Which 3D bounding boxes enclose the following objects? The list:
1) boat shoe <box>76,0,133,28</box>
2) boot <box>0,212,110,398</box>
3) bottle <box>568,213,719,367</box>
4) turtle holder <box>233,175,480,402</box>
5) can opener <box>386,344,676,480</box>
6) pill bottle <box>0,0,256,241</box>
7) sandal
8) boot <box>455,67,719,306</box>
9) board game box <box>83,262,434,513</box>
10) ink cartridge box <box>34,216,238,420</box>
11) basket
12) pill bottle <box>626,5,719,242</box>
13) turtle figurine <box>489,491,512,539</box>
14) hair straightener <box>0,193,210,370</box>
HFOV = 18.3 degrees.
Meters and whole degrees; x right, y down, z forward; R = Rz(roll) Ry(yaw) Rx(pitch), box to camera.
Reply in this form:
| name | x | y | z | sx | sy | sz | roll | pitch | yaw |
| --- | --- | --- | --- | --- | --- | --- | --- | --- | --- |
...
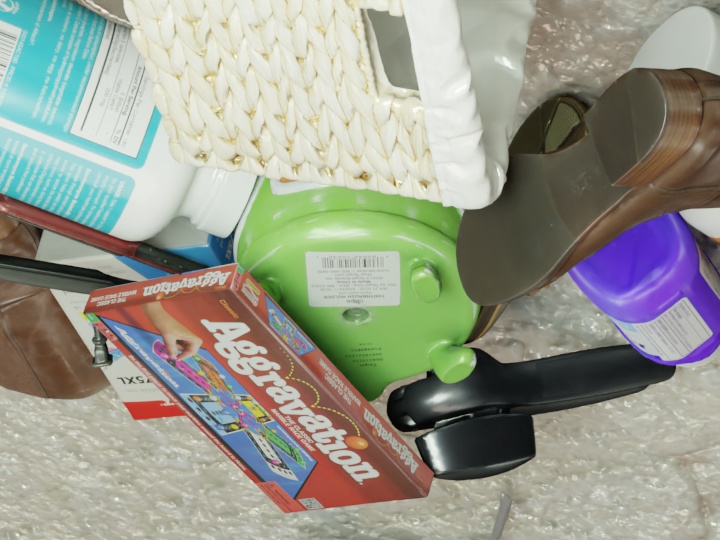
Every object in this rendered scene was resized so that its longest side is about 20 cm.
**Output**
| name | x | y | z | sx | sy | sz | roll | pitch | yaw |
| --- | --- | --- | --- | --- | --- | --- | --- | --- | --- |
| boat shoe | -0.058 | -0.132 | 1.161 | 0.198 | 0.060 | 0.072 | 13 | 143 | -2 |
| boot | -0.260 | 0.017 | 1.402 | 0.185 | 0.065 | 0.200 | 1 | 147 | 20 |
| bottle | 0.164 | 0.008 | 1.236 | 0.065 | 0.084 | 0.200 | -38 | 156 | 6 |
| turtle holder | 0.008 | -0.005 | 1.247 | 0.140 | 0.133 | 0.185 | -19 | 140 | 25 |
| can opener | 0.102 | 0.073 | 1.330 | 0.199 | 0.079 | 0.063 | -12 | 179 | -36 |
| pill bottle | -0.153 | -0.085 | 1.206 | 0.199 | 0.111 | 0.111 | 22 | 142 | -13 |
| sandal | 0.093 | -0.025 | 1.266 | 0.054 | 0.082 | 0.200 | 4 | 141 | -28 |
| boot | 0.167 | -0.033 | 1.050 | 0.199 | 0.065 | 0.186 | 0 | 157 | -34 |
| board game box | -0.053 | 0.069 | 1.220 | 0.102 | 0.020 | 0.200 | -11 | 137 | 33 |
| ink cartridge box | -0.104 | 0.028 | 1.373 | 0.115 | 0.068 | 0.201 | -6 | 139 | 19 |
| basket | -0.008 | -0.163 | 0.996 | 0.159 | 0.201 | 0.199 | 3 | 143 | 14 |
| pill bottle | 0.231 | -0.052 | 1.147 | 0.199 | 0.113 | 0.112 | 27 | 140 | -20 |
| turtle figurine | 0.053 | 0.271 | 1.586 | 0.199 | 0.145 | 0.194 | -12 | 141 | 32 |
| hair straightener | -0.131 | 0.019 | 1.260 | 0.199 | 0.077 | 0.041 | 18 | -174 | -29 |
